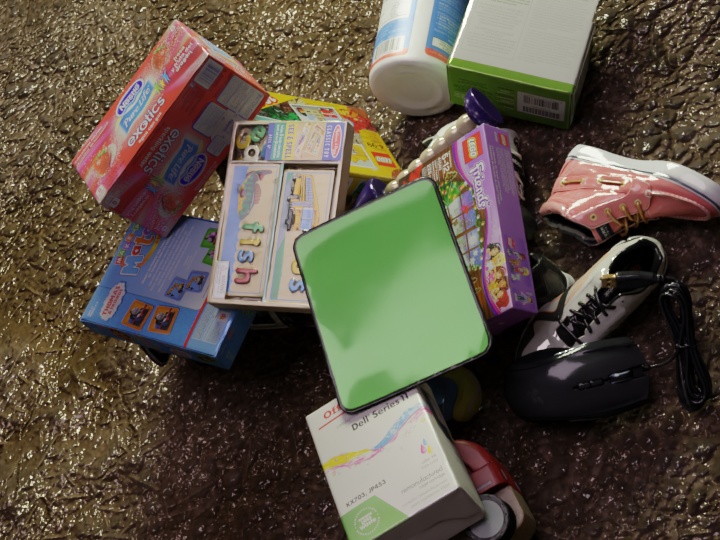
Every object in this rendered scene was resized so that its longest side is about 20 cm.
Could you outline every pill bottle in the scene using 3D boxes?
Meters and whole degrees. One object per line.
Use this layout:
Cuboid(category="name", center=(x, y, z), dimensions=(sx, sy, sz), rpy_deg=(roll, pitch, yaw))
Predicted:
Cuboid(category="pill bottle", center=(0.078, -0.298, 1.616), dimensions=(0.111, 0.112, 0.201), rpy_deg=(-5, 58, 28))

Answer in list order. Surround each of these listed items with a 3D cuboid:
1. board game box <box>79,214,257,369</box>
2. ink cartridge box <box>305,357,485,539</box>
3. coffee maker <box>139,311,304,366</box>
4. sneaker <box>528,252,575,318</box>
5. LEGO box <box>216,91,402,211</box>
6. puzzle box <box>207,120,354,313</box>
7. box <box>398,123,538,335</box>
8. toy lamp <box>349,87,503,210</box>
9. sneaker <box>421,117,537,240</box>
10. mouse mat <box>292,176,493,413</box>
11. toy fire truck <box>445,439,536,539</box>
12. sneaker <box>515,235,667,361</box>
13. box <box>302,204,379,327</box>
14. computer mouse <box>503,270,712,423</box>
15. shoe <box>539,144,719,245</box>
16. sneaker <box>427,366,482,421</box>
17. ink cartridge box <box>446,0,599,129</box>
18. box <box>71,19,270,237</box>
Cuboid(category="board game box", center=(-0.194, 0.015, 1.449), dimensions=(0.199, 0.037, 0.152), rpy_deg=(12, 67, 32))
Cuboid(category="ink cartridge box", center=(0.024, 0.166, 1.245), dimensions=(0.117, 0.067, 0.201), rpy_deg=(-33, 46, 9))
Cuboid(category="coffee maker", center=(-0.156, 0.000, 1.548), dimensions=(0.198, 0.135, 0.193), rpy_deg=(-14, 53, 22))
Cuboid(category="sneaker", center=(0.121, 0.022, 1.395), dimensions=(0.199, 0.091, 0.067), rpy_deg=(-15, 53, 23))
Cuboid(category="LEGO box", center=(-0.067, -0.129, 1.532), dimensions=(0.077, 0.199, 0.149), rpy_deg=(-61, 40, 31))
Cuboid(category="puzzle box", center=(-0.081, -0.056, 1.372), dimensions=(0.132, 0.025, 0.202), rpy_deg=(2, 76, 20))
Cuboid(category="box", center=(0.104, -0.028, 1.342), dimensions=(0.137, 0.039, 0.202), rpy_deg=(-31, 57, 44))
Cuboid(category="toy lamp", center=(0.066, -0.115, 1.460), dimensions=(0.200, 0.058, 0.058), rpy_deg=(-44, 46, 20))
Cuboid(category="sneaker", center=(0.150, -0.115, 1.478), dimensions=(0.088, 0.074, 0.200), rpy_deg=(-40, 48, 3))
Cuboid(category="mouse mat", center=(0.027, 0.021, 1.269), dimensions=(0.160, 0.008, 0.201), rpy_deg=(-24, 63, 12))
Cuboid(category="toy fire truck", center=(0.059, 0.219, 1.302), dimensions=(0.175, 0.129, 0.201), rpy_deg=(-32, 59, 8))
Cuboid(category="sneaker", center=(0.226, 0.037, 1.318), dimensions=(0.074, 0.080, 0.200), rpy_deg=(42, 88, 9))
Cuboid(category="box", center=(0.000, 0.000, 1.409), dimensions=(0.200, 0.074, 0.101), rpy_deg=(156, 115, -69))
Cuboid(category="computer mouse", center=(0.226, 0.075, 1.265), dimensions=(0.198, 0.046, 0.142), rpy_deg=(-7, 95, 17))
Cuboid(category="shoe", center=(0.279, -0.064, 1.374), dimensions=(0.199, 0.071, 0.091), rpy_deg=(21, 74, 44))
Cuboid(category="sneaker", center=(0.023, 0.112, 1.379), dimensions=(0.199, 0.076, 0.105), rpy_deg=(16, 25, 36))
Cuboid(category="ink cartridge box", center=(0.198, -0.279, 1.525), dimensions=(0.147, 0.076, 0.201), rpy_deg=(15, 67, 13))
Cuboid(category="box", center=(-0.206, -0.153, 1.447), dimensions=(0.200, 0.102, 0.095), rpy_deg=(-52, 45, 10))
